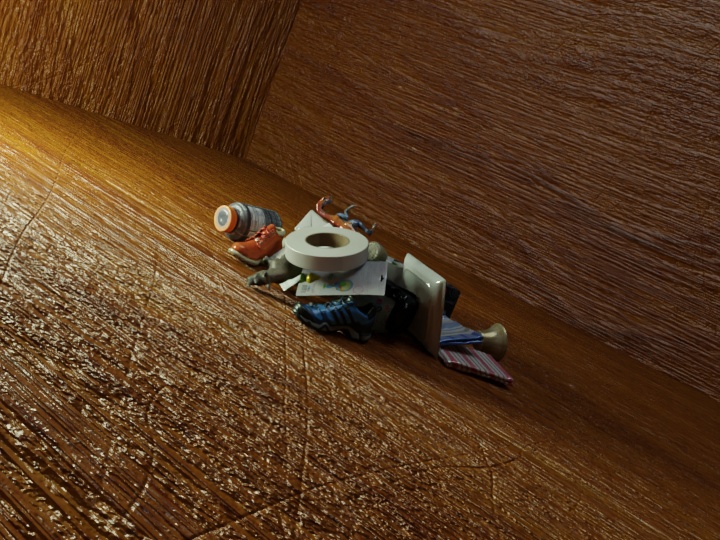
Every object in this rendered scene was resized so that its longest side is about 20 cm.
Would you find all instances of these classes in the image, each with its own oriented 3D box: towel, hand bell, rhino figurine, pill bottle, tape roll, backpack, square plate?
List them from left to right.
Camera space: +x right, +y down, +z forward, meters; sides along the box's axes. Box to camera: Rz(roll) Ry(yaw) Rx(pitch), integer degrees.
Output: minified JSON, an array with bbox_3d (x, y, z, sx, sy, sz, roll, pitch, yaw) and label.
[{"bbox_3d":[-0.323,-0.134,1.649,0.105,0.108,0.198,30,12,32],"label":"pill bottle"},{"bbox_3d":[-0.188,-0.001,1.327,0.086,0.061,0.199,9,24,34],"label":"rhino figurine"},{"bbox_3d":[-0.077,-0.053,1.332,0.197,0.038,0.204,2,23,-1],"label":"tape roll"},{"bbox_3d":[0.027,0.072,1.373,0.197,0.129,0.167,26,-2,17],"label":"backpack"},{"bbox_3d":[0.145,0.084,1.430,0.028,0.204,0.200,-4,21,-21],"label":"square plate"},{"bbox_3d":[0.213,0.154,1.508,0.143,0.025,0.199,0,12,-22],"label":"towel"},{"bbox_3d":[0.290,0.190,1.574,0.195,0.107,0.104,6,16,-19],"label":"hand bell"},{"bbox_3d":[0.271,0.229,1.441,0.195,0.031,0.147,19,11,-16],"label":"towel"}]

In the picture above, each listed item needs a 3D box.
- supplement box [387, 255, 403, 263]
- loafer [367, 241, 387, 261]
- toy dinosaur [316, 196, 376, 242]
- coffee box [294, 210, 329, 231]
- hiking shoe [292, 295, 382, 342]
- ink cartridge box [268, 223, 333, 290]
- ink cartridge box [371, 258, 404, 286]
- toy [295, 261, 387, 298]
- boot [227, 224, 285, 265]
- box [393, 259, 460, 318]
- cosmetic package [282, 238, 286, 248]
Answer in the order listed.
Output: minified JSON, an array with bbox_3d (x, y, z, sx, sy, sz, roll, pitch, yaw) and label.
[{"bbox_3d":[0.094,0.018,1.861,0.196,0.103,0.103,23,10,-2],"label":"supplement box"},{"bbox_3d":[0.000,0.000,1.537,0.067,0.199,0.077,14,50,-44],"label":"loafer"},{"bbox_3d":[-0.046,-0.144,1.664,0.178,0.107,0.200,27,8,-11],"label":"toy dinosaur"},{"bbox_3d":[-0.104,-0.079,1.718,0.114,0.080,0.200,40,-7,23],"label":"coffee box"},{"bbox_3d":[-0.053,0.086,1.224,0.196,0.089,0.074,17,12,-34],"label":"hiking shoe"},{"bbox_3d":[-0.125,-0.025,1.452,0.160,0.197,0.048,47,-15,51],"label":"ink cartridge box"},{"bbox_3d":[0.069,0.048,1.527,0.197,0.149,0.048,16,12,-36],"label":"ink cartridge box"},{"bbox_3d":[-0.039,0.030,1.293,0.194,0.048,0.117,2,40,6],"label":"toy"},{"bbox_3d":[-0.263,-0.072,1.484,0.074,0.109,0.199,28,13,20],"label":"boot"},{"bbox_3d":[0.167,0.072,1.671,0.196,0.135,0.115,23,7,-8],"label":"box"},{"bbox_3d":[-0.134,-0.009,1.556,0.102,0.075,0.199,13,16,-44],"label":"cosmetic package"}]
